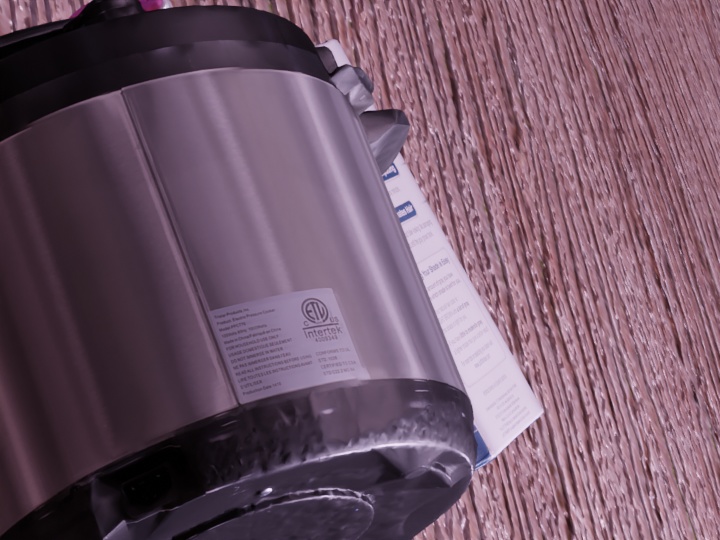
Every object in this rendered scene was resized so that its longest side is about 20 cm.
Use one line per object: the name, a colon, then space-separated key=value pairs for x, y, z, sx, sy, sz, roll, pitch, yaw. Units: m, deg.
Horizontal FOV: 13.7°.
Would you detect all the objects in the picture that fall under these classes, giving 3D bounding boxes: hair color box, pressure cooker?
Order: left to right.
pressure cooker: x=-0.067 y=0.005 z=0.981 sx=0.176 sy=0.178 sz=0.201 roll=16 pitch=48 yaw=-61
hair color box: x=0.000 y=0.000 z=1.344 sx=0.201 sy=0.060 sz=0.100 roll=61 pitch=18 yaw=0

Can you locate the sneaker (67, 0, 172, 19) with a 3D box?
sneaker: x=-0.077 y=-0.020 z=1.160 sx=0.087 sy=0.074 sz=0.201 roll=42 pitch=29 yaw=-48
